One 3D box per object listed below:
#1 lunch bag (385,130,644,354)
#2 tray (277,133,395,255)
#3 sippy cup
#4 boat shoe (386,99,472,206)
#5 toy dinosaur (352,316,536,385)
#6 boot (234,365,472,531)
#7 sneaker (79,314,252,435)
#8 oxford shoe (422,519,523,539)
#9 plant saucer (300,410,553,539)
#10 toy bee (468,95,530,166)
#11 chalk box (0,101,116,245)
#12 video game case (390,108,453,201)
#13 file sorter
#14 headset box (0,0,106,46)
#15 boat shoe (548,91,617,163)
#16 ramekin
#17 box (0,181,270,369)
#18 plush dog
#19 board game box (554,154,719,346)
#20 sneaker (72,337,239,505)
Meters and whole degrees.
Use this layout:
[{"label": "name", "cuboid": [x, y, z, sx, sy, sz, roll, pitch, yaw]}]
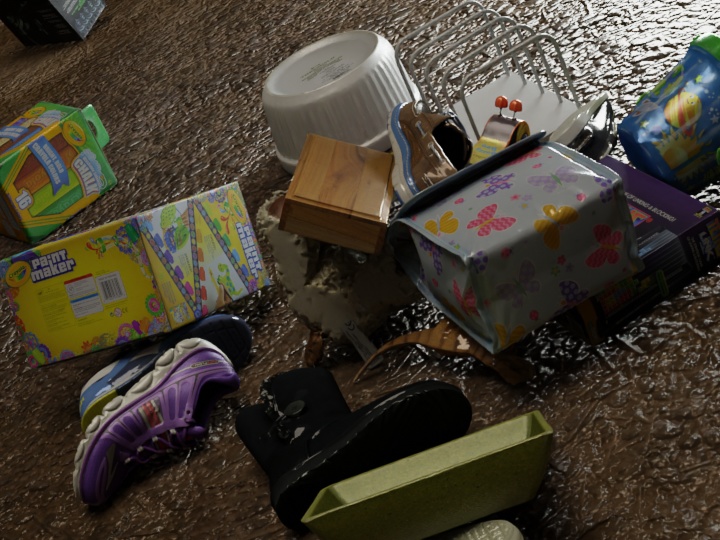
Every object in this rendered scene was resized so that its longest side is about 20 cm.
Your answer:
[{"label": "lunch bag", "cuboid": [0.127, -0.039, 1.484, 0.168, 0.128, 0.200, -27, 27, -12]}, {"label": "tray", "cuboid": [-0.018, -0.078, 1.596, 0.098, 0.037, 0.200, 14, 21, -1]}, {"label": "sippy cup", "cuboid": [0.328, -0.141, 1.623, 0.130, 0.140, 0.178, -37, -11, -1]}, {"label": "boat shoe", "cuboid": [0.075, -0.119, 1.651, 0.072, 0.072, 0.201, -30, 30, 17]}, {"label": "toy dinosaur", "cuboid": [0.082, 0.060, 1.541, 0.199, 0.061, 0.106, 5, 41, 45]}, {"label": "boot", "cuboid": [-0.013, 0.129, 1.481, 0.199, 0.077, 0.168, -32, 31, 0]}, {"label": "sneaker", "cuboid": [-0.206, 0.100, 1.700, 0.199, 0.074, 0.082, -30, 25, -10]}, {"label": "oxford shoe", "cuboid": [0.056, 0.237, 1.264, 0.199, 0.058, 0.075, -19, 22, 46]}, {"label": "plant saucer", "cuboid": [0.061, 0.173, 1.302, 0.198, 0.048, 0.200, -20, -2, 3]}, {"label": "toy bee", "cuboid": [0.136, -0.121, 1.719, 0.129, 0.110, 0.201, 3, 33, 13]}, {"label": "chalk box", "cuboid": [-0.425, -0.147, 2.259, 0.200, 0.126, 0.123, -40, 30, -24]}, {"label": "video game case", "cuboid": [0.015, -0.089, 1.815, 0.200, 0.017, 0.143, -35, 15, 44]}, {"label": "file sorter", "cuboid": [0.144, -0.215, 1.900, 0.138, 0.125, 0.200, -31, 28, -10]}, {"label": "headset box", "cuboid": [-0.571, -0.490, 2.912, 0.173, 0.200, 0.093, 1, 53, 42]}, {"label": "boat shoe", "cuboid": [0.243, -0.139, 1.750, 0.074, 0.060, 0.200, -40, 2, 19]}, {"label": "ramekin", "cuboid": [-0.029, -0.216, 2.067, 0.198, 0.106, 0.201, -19, 28, 11]}, {"label": "box", "cuboid": [-0.238, 0.004, 1.756, 0.198, 0.123, 0.192, -16, 5, 31]}, {"label": "plush dog", "cuboid": [0.000, 0.000, 1.669, 0.198, 0.162, 0.172, 21, 30, 18]}, {"label": "board game box", "cuboid": [0.228, -0.024, 1.570, 0.164, 0.057, 0.200, -33, 28, -11]}, {"label": "sneaker", "cuboid": [-0.198, 0.153, 1.601, 0.083, 0.081, 0.200, 37, 74, 25]}]
